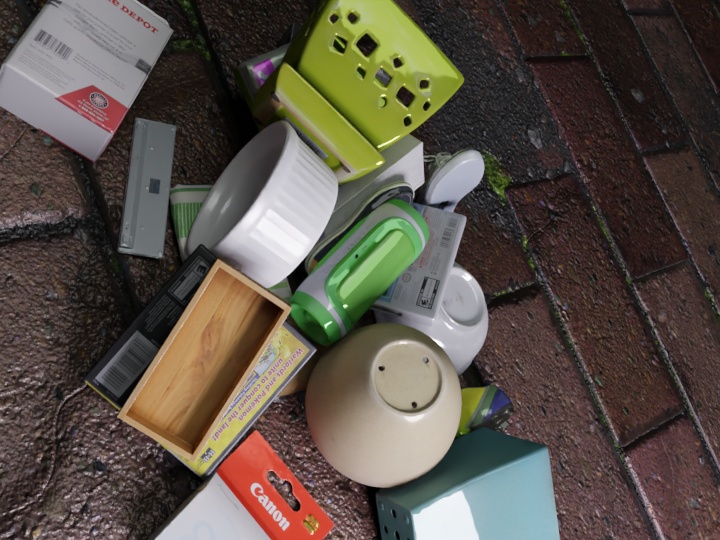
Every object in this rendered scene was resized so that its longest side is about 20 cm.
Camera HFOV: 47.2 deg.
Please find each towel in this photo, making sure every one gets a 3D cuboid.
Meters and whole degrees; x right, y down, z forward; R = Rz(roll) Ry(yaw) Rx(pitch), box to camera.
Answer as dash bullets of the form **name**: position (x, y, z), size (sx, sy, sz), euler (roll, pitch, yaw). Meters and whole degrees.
- **towel**: position (-0.171, -0.021, 1.092), size (0.151, 0.023, 0.203), euler (-4, 72, -37)

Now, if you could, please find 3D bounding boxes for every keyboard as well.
- **keyboard**: position (-0.274, -0.109, 1.063), size (0.056, 0.011, 0.203), euler (12, 61, -24)

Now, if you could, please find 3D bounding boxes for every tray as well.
- **tray**: position (-0.170, 0.097, 0.910), size (0.098, 0.037, 0.201), euler (33, 89, -11)

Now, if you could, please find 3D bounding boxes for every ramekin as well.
- **ramekin**: position (-0.117, -0.075, 1.018), size (0.097, 0.199, 0.202), euler (36, 50, -26)

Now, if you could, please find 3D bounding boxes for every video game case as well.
- **video game case**: position (-0.180, 0.105, 0.940), size (0.180, 0.025, 0.200), euler (42, 88, -11)
- **video game case**: position (0.045, -0.025, 1.192), size (0.179, 0.024, 0.202), euler (15, 53, 10)

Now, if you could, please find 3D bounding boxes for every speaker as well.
- **speaker**: position (0.000, 0.000, 1.046), size (0.089, 0.088, 0.200), euler (47, 66, -7)

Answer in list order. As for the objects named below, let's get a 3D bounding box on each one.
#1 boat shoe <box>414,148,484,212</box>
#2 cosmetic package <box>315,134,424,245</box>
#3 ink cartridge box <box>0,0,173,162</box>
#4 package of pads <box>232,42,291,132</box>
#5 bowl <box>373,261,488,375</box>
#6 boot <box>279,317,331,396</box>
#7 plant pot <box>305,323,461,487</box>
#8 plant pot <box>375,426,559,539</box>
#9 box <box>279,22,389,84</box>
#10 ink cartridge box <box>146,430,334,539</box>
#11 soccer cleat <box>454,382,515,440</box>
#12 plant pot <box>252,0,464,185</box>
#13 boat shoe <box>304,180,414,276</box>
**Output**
- **boat shoe**: position (0.128, -0.146, 1.262), size (0.073, 0.202, 0.087), euler (-8, 67, -16)
- **cosmetic package**: position (0.007, -0.112, 1.186), size (0.199, 0.083, 0.050), euler (-39, 55, -24)
- **ink cartridge box**: position (-0.347, -0.263, 1.041), size (0.146, 0.083, 0.202), euler (32, 53, -20)
- **package of pads**: position (-0.071, -0.227, 1.184), size (0.153, 0.068, 0.202), euler (-30, 104, -24)
- **bowl**: position (0.123, 0.055, 1.227), size (0.199, 0.090, 0.204), euler (18, 57, -29)
- **boot**: position (-0.116, 0.080, 1.044), size (0.198, 0.066, 0.178), euler (-21, 103, -40)
- **plant pot**: position (0.040, 0.146, 0.992), size (0.197, 0.135, 0.203), euler (5, 65, -11)
- **plant pot**: position (0.128, 0.308, 1.054), size (0.198, 0.141, 0.144), euler (-12, 97, -28)
- **box**: position (-0.039, -0.278, 1.300), size (0.198, 0.050, 0.160), euler (21, 58, -26)
- **ink cartridge box**: position (-0.126, 0.302, 0.943), size (0.161, 0.047, 0.200), euler (51, 50, -4)
- **soccer cleat**: position (0.136, 0.213, 1.188), size (0.198, 0.065, 0.084), euler (-12, 46, -36)
- **plant pot**: position (-0.020, -0.228, 1.062), size (0.200, 0.199, 0.182), euler (43, 76, -13)
- **boat shoe**: position (0.011, -0.048, 1.145), size (0.062, 0.075, 0.200), euler (33, 64, 34)
